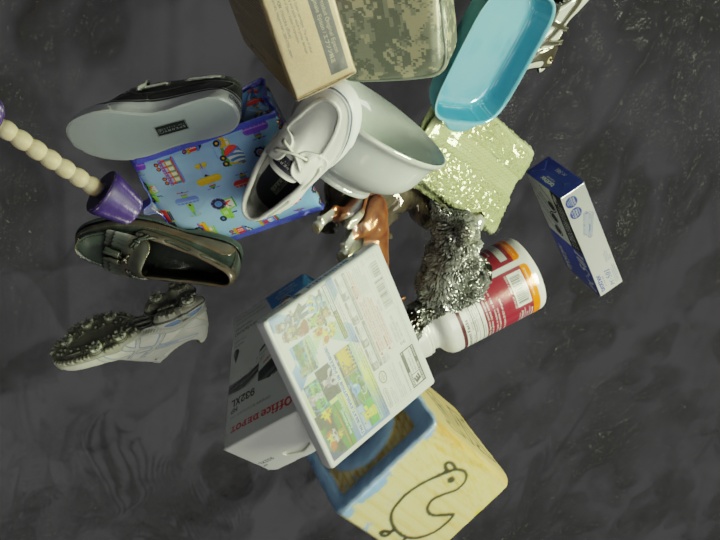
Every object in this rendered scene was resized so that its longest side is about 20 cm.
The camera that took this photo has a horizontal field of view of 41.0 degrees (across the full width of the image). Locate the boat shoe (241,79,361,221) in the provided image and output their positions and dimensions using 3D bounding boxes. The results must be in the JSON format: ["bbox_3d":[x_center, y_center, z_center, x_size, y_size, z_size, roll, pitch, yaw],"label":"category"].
[{"bbox_3d":[-0.066,-0.119,1.028,0.074,0.065,0.200,40,133,4],"label":"boat shoe"}]

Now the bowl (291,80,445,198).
[{"bbox_3d":[-0.007,-0.148,1.125,0.201,0.201,0.090,22,116,-33],"label":"bowl"}]

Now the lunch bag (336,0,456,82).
[{"bbox_3d":[0.037,-0.321,1.060,0.139,0.168,0.200,-1,124,16],"label":"lunch bag"}]

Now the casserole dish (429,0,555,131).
[{"bbox_3d":[0.149,-0.257,1.136,0.121,0.039,0.200,-2,132,-39],"label":"casserole dish"}]

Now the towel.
[{"bbox_3d":[0.143,-0.144,1.260,0.200,0.036,0.148,32,82,-40],"label":"towel"}]

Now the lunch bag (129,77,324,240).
[{"bbox_3d":[-0.168,-0.109,1.145,0.200,0.094,0.151,-25,129,2],"label":"lunch bag"}]

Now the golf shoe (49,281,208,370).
[{"bbox_3d":[-0.283,0.094,1.214,0.200,0.078,0.097,-21,131,-11],"label":"golf shoe"}]

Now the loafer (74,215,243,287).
[{"bbox_3d":[-0.240,-0.019,1.138,0.200,0.063,0.072,6,124,-7],"label":"loafer"}]

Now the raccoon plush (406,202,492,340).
[{"bbox_3d":[0.102,0.011,1.240,0.200,0.097,0.134,-62,154,-16],"label":"raccoon plush"}]

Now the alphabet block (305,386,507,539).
[{"bbox_3d":[0.057,0.270,1.400,0.195,0.196,0.200,-44,127,7],"label":"alphabet block"}]

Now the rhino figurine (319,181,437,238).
[{"bbox_3d":[0.035,-0.089,1.259,0.200,0.060,0.087,3,107,-30],"label":"rhino figurine"}]

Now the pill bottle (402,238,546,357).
[{"bbox_3d":[0.150,0.045,1.359,0.200,0.113,0.113,-26,126,-8],"label":"pill bottle"}]

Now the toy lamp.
[{"bbox_3d":[-0.331,-0.116,1.067,0.200,0.058,0.058,34,101,-33],"label":"toy lamp"}]

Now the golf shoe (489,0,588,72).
[{"bbox_3d":[0.229,-0.309,1.214,0.200,0.078,0.094,-33,131,9],"label":"golf shoe"}]

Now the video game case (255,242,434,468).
[{"bbox_3d":[-0.011,0.097,1.123,0.182,0.022,0.200,-35,114,-31],"label":"video game case"}]

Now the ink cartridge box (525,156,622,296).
[{"bbox_3d":[0.308,-0.061,1.381,0.044,0.094,0.200,-34,127,-2],"label":"ink cartridge box"}]

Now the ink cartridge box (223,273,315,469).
[{"bbox_3d":[-0.092,0.129,1.216,0.145,0.200,0.084,-31,133,33],"label":"ink cartridge box"}]

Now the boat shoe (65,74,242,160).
[{"bbox_3d":[-0.229,-0.180,1.076,0.199,0.068,0.074,-13,134,12],"label":"boat shoe"}]

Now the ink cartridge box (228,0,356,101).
[{"bbox_3d":[-0.089,-0.292,0.992,0.075,0.200,0.165,-26,127,-9],"label":"ink cartridge box"}]

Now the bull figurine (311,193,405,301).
[{"bbox_3d":[0.000,0.000,1.199,0.121,0.065,0.200,-29,121,-47],"label":"bull figurine"}]
